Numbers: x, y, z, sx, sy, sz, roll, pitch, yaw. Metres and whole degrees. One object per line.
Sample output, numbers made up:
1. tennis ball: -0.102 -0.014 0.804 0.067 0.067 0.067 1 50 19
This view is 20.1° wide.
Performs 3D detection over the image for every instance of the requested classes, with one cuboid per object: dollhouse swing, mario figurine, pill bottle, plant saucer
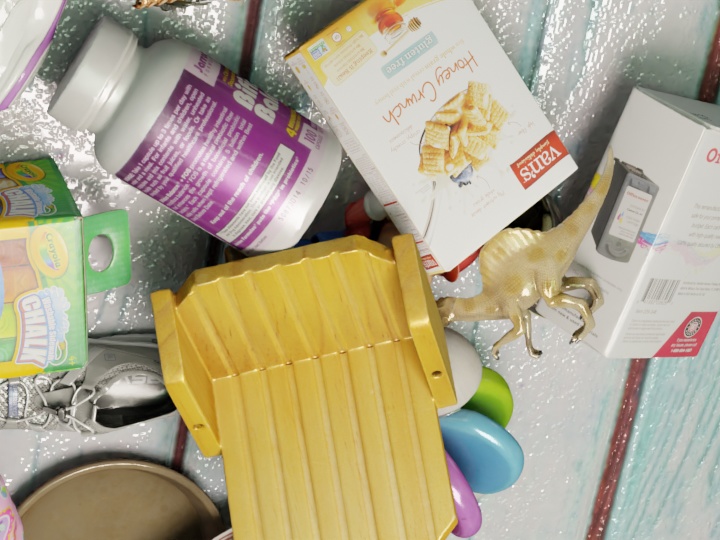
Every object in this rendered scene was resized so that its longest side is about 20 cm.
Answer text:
1. dollhouse swing: -0.034 0.107 1.485 0.199 0.176 0.182 -11 145 7
2. mario figurine: 0.000 0.000 1.570 0.199 0.123 0.106 -16 75 -4
3. pill bottle: -0.122 -0.098 1.479 0.200 0.112 0.112 31 101 -15
4. plant saucer: -0.206 0.239 1.658 0.199 0.029 0.201 -7 114 -15

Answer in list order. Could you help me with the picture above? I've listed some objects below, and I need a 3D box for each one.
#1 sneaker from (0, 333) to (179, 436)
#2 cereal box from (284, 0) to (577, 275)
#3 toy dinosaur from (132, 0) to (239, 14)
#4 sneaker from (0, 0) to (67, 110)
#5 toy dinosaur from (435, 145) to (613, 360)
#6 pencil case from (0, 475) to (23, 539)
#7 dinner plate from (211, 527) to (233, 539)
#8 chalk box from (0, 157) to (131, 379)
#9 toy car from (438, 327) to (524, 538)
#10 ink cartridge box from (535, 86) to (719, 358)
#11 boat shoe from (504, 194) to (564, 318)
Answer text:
1. sneaker: -0.224 0.089 1.553 0.199 0.082 0.075 -8 116 -15
2. cereal box: 0.055 -0.117 1.521 0.144 0.040 0.200 -38 99 -22
3. toy dinosaur: -0.099 -0.228 1.419 0.200 0.135 0.103 -8 105 -61
4. sneaker: -0.256 -0.194 1.435 0.099 0.075 0.200 26 103 -8
5. toy dinosaur: 0.142 0.003 1.550 0.200 0.058 0.101 -40 100 7
6. pencil case: -0.311 0.159 1.513 0.087 0.088 0.200 -21 146 -9
7. dinner plate: -0.112 0.290 1.684 0.200 0.024 0.201 -25 128 -36
8. chalk box: -0.263 -0.001 1.476 0.199 0.124 0.125 -7 115 -15
9. toy car: 0.042 0.156 1.619 0.199 0.150 0.175 -24 135 -7
10. ink cartridge box: 0.245 -0.034 1.628 0.147 0.086 0.201 5 112 -50
11. boat shoe: 0.127 -0.030 1.628 0.073 0.065 0.200 -36 120 -2
